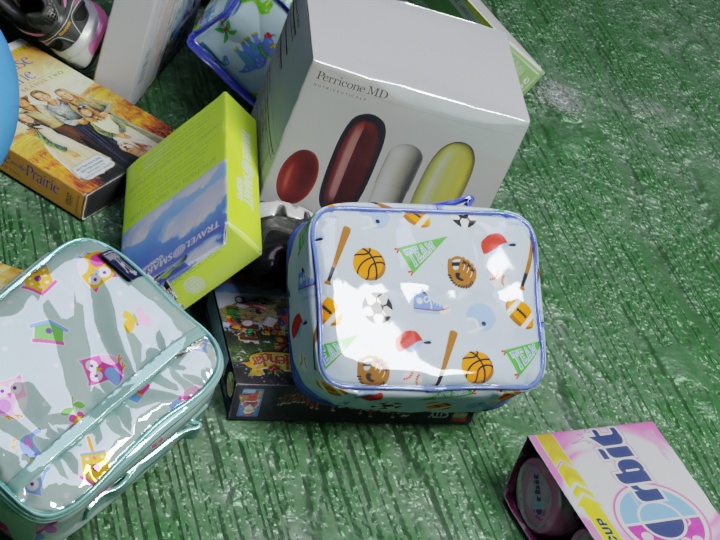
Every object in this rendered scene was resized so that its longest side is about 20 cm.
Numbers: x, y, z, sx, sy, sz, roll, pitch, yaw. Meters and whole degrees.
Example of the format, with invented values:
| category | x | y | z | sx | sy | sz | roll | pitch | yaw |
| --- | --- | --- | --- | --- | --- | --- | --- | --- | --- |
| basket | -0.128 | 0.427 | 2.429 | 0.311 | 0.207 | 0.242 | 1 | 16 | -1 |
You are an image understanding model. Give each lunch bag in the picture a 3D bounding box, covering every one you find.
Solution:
| category | x | y | z | sx | sy | sz | roll | pitch | yaw |
| --- | --- | --- | --- | --- | --- | --- | --- | --- | --- |
| lunch bag | -0.050 | -0.212 | 1.617 | 0.200 | 0.127 | 0.170 | 41 | 32 | -16 |
| lunch bag | -0.195 | 0.081 | 1.151 | 0.160 | 0.077 | 0.200 | 40 | 59 | 13 |
| lunch bag | 0.045 | 0.023 | 1.267 | 0.199 | 0.076 | 0.161 | 2 | 73 | -21 |

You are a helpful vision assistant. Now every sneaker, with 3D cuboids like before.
| category | x | y | z | sx | sy | sz | roll | pitch | yaw |
| --- | --- | --- | --- | --- | --- | --- | --- | --- | --- |
| sneaker | -0.312 | -0.268 | 1.576 | 0.200 | 0.081 | 0.086 | 35 | 1 | 40 |
| sneaker | 0.000 | 0.000 | 1.336 | 0.199 | 0.067 | 0.091 | 8 | 38 | -6 |

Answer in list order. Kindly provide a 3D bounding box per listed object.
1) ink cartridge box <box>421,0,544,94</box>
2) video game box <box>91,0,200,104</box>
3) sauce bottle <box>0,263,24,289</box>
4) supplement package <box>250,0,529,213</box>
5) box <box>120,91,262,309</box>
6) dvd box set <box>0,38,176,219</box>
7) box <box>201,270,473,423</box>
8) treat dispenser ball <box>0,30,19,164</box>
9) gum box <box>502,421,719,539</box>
| category | x | y | z | sx | sy | sz | roll | pitch | yaw |
| --- | --- | --- | --- | --- | --- | --- | --- | --- | --- |
| ink cartridge box | 0.093 | -0.272 | 1.730 | 0.200 | 0.048 | 0.146 | 32 | 18 | -46 |
| video game box | -0.182 | -0.272 | 1.570 | 0.047 | 0.201 | 0.182 | 24 | 35 | 4 |
| sauce bottle | -0.210 | 0.046 | 1.253 | 0.199 | 0.066 | 0.066 | 18 | 35 | -1 |
| supplement package | 0.011 | -0.106 | 1.412 | 0.190 | 0.201 | 0.147 | 13 | 35 | -15 |
| box | -0.137 | -0.043 | 1.347 | 0.048 | 0.122 | 0.201 | 41 | 26 | -31 |
| dvd box set | -0.274 | -0.129 | 1.489 | 0.199 | 0.030 | 0.146 | 31 | 38 | 18 |
| box | -0.017 | 0.060 | 1.334 | 0.199 | 0.038 | 0.137 | 3 | 38 | -19 |
| treat dispenser ball | -0.367 | -0.136 | 1.315 | 0.200 | 0.202 | 0.201 | 11 | 36 | -8 |
| gum box | 0.201 | 0.203 | 1.205 | 0.113 | 0.066 | 0.200 | -3 | 40 | -27 |
